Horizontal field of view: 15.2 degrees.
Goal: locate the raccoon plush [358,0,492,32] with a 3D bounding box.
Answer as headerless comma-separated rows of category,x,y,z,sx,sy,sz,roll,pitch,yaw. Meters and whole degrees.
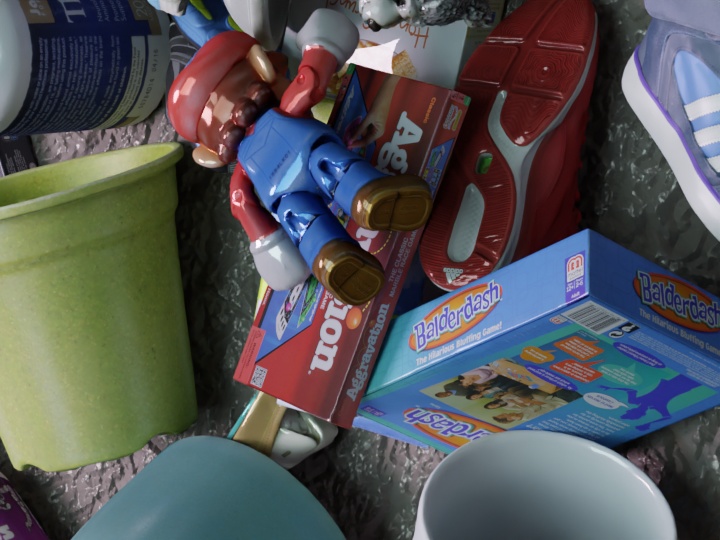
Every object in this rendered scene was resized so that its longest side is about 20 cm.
raccoon plush,0.039,-0.235,1.574,0.134,0.097,0.201,24,96,28

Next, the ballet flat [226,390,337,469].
ballet flat,-0.034,0.078,1.734,0.063,0.069,0.201,35,119,19

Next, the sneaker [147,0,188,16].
sneaker,-0.146,-0.231,1.736,0.200,0.090,0.079,-99,25,-67

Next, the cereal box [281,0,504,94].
cereal box,0.016,-0.140,1.676,0.144,0.039,0.201,24,110,36

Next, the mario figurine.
mario figurine,-0.029,-0.068,1.564,0.200,0.123,0.106,49,166,38

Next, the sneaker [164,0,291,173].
sneaker,-0.086,-0.112,1.720,0.200,0.070,0.083,-109,20,-60

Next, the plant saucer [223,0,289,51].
plant saucer,-0.068,-0.234,1.646,0.050,0.200,0.201,5,101,3

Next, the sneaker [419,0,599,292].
sneaker,0.102,-0.056,1.590,0.078,0.116,0.201,13,69,34

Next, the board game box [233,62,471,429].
board game box,-0.006,-0.017,1.568,0.103,0.019,0.201,20,89,51

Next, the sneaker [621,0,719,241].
sneaker,0.232,-0.098,1.457,0.200,0.080,0.147,56,131,30

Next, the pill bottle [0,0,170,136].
pill bottle,-0.229,-0.145,1.792,0.111,0.199,0.112,6,99,41

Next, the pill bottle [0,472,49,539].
pill bottle,-0.278,0.210,1.937,0.200,0.112,0.112,51,125,25

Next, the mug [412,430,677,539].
mug,0.121,0.212,1.561,0.199,0.148,0.176,16,132,10

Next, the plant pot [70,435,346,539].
plant pot,-0.117,0.230,1.718,0.200,0.161,0.201,23,129,31

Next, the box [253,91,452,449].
box,0.000,0.000,1.644,0.121,0.048,0.201,15,101,31

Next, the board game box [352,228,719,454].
board game box,0.108,0.054,1.540,0.200,0.152,0.045,-26,51,40

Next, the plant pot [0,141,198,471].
plant pot,-0.192,0.029,1.805,0.200,0.200,0.185,-5,103,42

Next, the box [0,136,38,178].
box,-0.289,-0.088,1.965,0.110,0.035,0.201,-27,77,41
